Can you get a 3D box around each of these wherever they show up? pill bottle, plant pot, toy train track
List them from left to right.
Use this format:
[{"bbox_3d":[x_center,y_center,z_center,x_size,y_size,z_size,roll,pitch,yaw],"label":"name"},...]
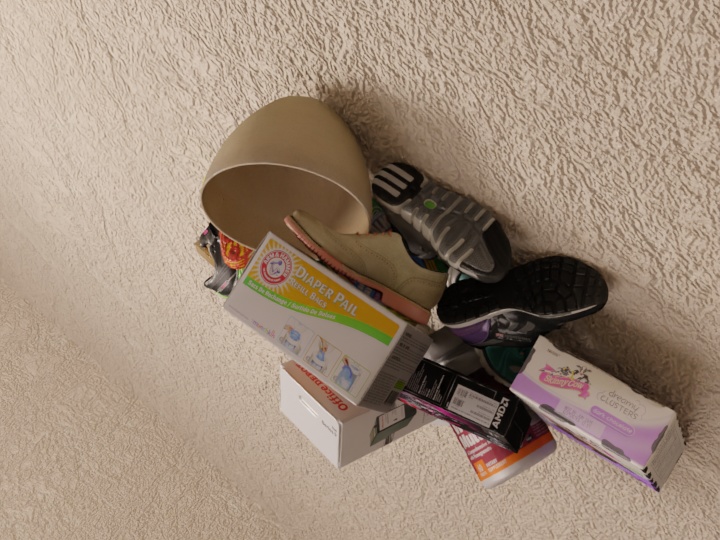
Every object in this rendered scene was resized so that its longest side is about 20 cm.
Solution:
[{"bbox_3d":[-0.178,0.009,1.589,0.199,0.032,0.115,39,156,31],"label":"toy train track"},{"bbox_3d":[-0.075,-0.120,1.222,0.197,0.136,0.201,8,151,4],"label":"plant pot"},{"bbox_3d":[0.156,0.163,1.338,0.202,0.108,0.110,61,159,11],"label":"pill bottle"}]

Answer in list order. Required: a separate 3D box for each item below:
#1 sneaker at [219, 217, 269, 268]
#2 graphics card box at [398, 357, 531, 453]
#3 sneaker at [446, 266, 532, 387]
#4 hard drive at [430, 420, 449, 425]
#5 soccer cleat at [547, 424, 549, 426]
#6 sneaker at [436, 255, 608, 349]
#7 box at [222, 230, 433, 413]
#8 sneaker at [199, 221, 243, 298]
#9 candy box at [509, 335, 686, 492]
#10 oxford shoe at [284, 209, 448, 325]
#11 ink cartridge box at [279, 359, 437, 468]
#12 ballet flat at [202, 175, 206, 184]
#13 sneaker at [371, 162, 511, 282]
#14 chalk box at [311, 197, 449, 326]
[{"bbox_3d":[-0.128,-0.070,1.362,0.072,0.202,0.078,-5,132,19],"label":"sneaker"},{"bbox_3d":[0.097,0.145,1.234,0.198,0.051,0.126,21,168,21],"label":"graphics card box"},{"bbox_3d":[0.174,0.068,1.259,0.079,0.078,0.201,-5,129,47],"label":"sneaker"},{"bbox_3d":[0.066,0.170,1.624,0.200,0.026,0.131,42,158,-18],"label":"hard drive"},{"bbox_3d":[0.168,0.163,1.427,0.199,0.070,0.087,18,147,45],"label":"soccer cleat"},{"bbox_3d":[0.189,0.043,1.167,0.198,0.077,0.088,-9,141,36],"label":"sneaker"},{"bbox_3d":[-0.037,0.058,1.170,0.199,0.102,0.112,33,180,23],"label":"box"},{"bbox_3d":[-0.187,-0.059,1.494,0.082,0.203,0.077,8,-173,3],"label":"sneaker"},{"bbox_3d":[0.271,0.164,1.185,0.167,0.072,0.200,31,175,27],"label":"candy box"},{"bbox_3d":[0.007,-0.020,1.182,0.199,0.074,0.071,33,-178,-11],"label":"oxford shoe"},{"bbox_3d":[0.006,0.161,1.427,0.146,0.198,0.085,37,136,41],"label":"ink cartridge box"},{"bbox_3d":[-0.185,-0.070,1.622,0.201,0.066,0.067,61,172,-30],"label":"ballet flat"},{"bbox_3d":[0.099,-0.036,1.214,0.200,0.075,0.116,42,164,28],"label":"sneaker"},{"bbox_3d":[0.000,0.000,1.351,0.200,0.124,0.125,41,156,3],"label":"chalk box"}]
